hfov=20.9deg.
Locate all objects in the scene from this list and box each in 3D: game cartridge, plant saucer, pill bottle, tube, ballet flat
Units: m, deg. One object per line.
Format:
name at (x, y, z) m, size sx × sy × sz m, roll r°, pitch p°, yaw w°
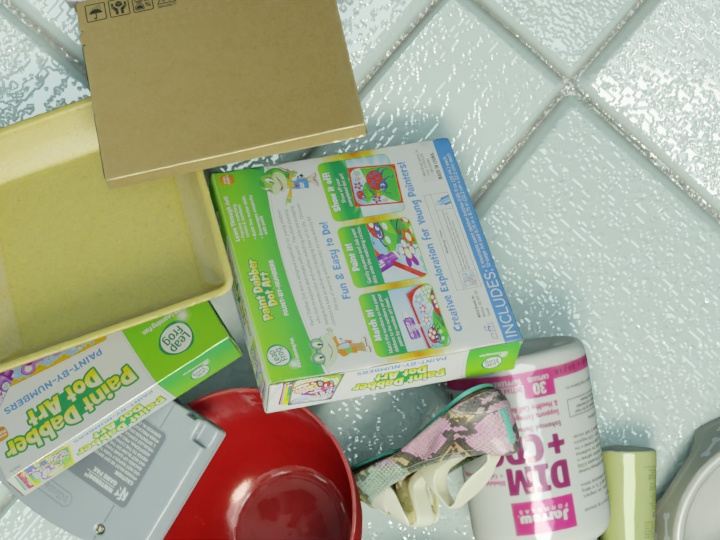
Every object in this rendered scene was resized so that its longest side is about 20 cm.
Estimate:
game cartridge at (-0.213, 0.132, 1.513) m, size 0.200 × 0.040 × 0.134 m, roll 32°, pitch 86°, yaw 25°
plant saucer at (-0.206, -0.030, 1.475) m, size 0.199 × 0.048 × 0.201 m, roll -19°, pitch 64°, yaw 3°
pill bottle at (0.137, 0.160, 1.549) m, size 0.113 × 0.113 × 0.201 m, roll -10°, pitch 94°, yaw -4°
tube at (0.216, 0.245, 1.584) m, size 0.058 × 0.052 × 0.201 m, roll -1°, pitch 90°, yaw -43°
ballet flat at (0.054, 0.156, 1.508) m, size 0.069 × 0.200 × 0.071 m, roll -6°, pitch 68°, yaw -40°

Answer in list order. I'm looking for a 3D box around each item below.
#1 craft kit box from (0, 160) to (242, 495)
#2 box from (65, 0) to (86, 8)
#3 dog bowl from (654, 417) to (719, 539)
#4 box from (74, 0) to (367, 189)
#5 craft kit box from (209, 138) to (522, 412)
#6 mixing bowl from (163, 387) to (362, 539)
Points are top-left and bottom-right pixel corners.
craft kit box at (-0.223, 0.038, 1.499) m, size 0.199 × 0.049 × 0.198 m, roll -33°, pitch 66°, yaw -3°
box at (-0.132, -0.213, 1.542) m, size 0.199 × 0.039 × 0.042 m, roll 10°, pitch 90°, yaw -6°
dog bowl at (0.335, 0.216, 1.598) m, size 0.199 × 0.059 × 0.201 m, roll 0°, pitch 93°, yaw -6°
box at (-0.108, -0.153, 1.476) m, size 0.199 × 0.021 × 0.164 m, roll -12°, pitch 64°, yaw -2°
craft kit box at (0.000, 0.000, 1.491) m, size 0.196 × 0.049 × 0.201 m, roll -7°, pitch 56°, yaw -15°
mixing bowl at (-0.074, 0.200, 1.517) m, size 0.199 × 0.108 × 0.201 m, roll -6°, pitch 74°, yaw 23°
